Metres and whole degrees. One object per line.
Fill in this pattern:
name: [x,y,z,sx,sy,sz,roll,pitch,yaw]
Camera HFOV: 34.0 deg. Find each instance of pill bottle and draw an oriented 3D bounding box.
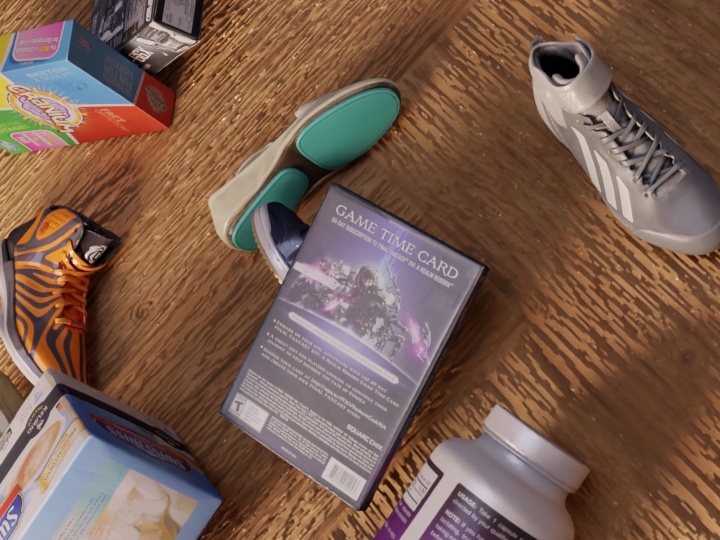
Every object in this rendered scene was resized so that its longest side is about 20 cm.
pill bottle: [0.068,0.195,0.796,0.112,0.112,0.200,35,90,33]

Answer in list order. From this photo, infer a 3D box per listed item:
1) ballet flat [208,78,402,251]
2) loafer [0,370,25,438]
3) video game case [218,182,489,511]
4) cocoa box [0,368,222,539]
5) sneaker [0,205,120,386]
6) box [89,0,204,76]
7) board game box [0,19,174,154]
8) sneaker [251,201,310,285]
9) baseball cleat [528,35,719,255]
ballet flat: [-0.053,-0.102,1.003,0.200,0.069,0.070,-41,58,9]
loafer: [-0.305,0.161,1.039,0.075,0.068,0.201,-32,76,19]
video game case: [-0.009,0.054,0.877,0.142,0.019,0.201,30,96,26]
cocoa box: [-0.229,0.207,0.919,0.201,0.133,0.131,-56,33,0]
sneaker: [-0.266,0.017,1.062,0.112,0.078,0.201,-36,59,13]
box: [-0.200,-0.284,1.119,0.157,0.050,0.201,-21,59,51]
board game box: [-0.300,-0.167,1.105,0.199,0.153,0.041,-5,71,27]
sneaker: [0.000,0.000,0.929,0.108,0.070,0.200,-41,65,15]
baseball cleat: [0.183,-0.093,0.845,0.070,0.106,0.200,-43,59,2]
